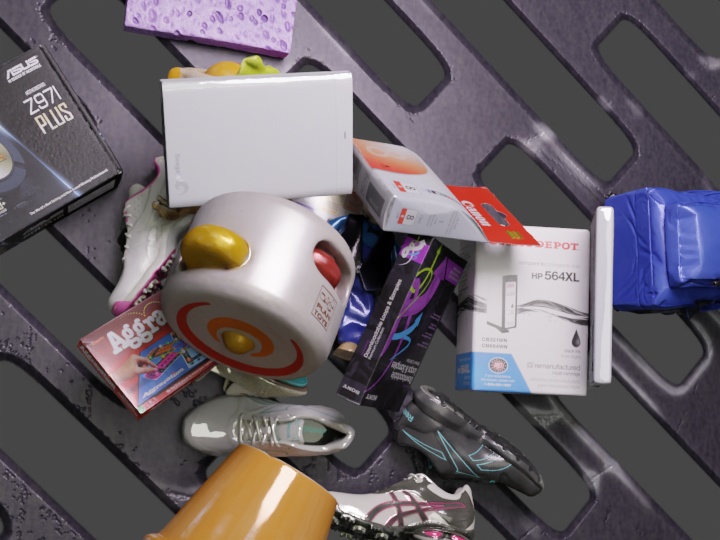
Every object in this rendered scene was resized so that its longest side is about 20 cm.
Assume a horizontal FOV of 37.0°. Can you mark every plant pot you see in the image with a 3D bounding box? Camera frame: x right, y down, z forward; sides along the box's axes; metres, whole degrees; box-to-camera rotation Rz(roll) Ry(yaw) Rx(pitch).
[{"bbox_3d":[-0.122,0.293,1.133,0.200,0.200,0.184,33,72,-10],"label":"plant pot"}]

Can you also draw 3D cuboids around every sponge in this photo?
[{"bbox_3d":[-0.175,-0.324,1.277,0.199,0.030,0.112,7,82,-16],"label":"sponge"}]

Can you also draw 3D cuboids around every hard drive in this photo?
[{"bbox_3d":[-0.107,-0.139,1.131,0.199,0.026,0.133,-6,111,-16],"label":"hard drive"}]

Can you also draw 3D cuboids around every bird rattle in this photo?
[{"bbox_3d":[-0.125,-0.207,1.220,0.162,0.200,0.113,19,113,19],"label":"bird rattle"}]

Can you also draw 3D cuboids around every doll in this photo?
[{"bbox_3d":[0.000,0.000,1.235,0.136,0.048,0.201,21,73,-13],"label":"doll"}]

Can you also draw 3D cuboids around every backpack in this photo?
[{"bbox_3d":[0.427,-0.020,1.341,0.199,0.168,0.164,1,90,-25],"label":"backpack"}]

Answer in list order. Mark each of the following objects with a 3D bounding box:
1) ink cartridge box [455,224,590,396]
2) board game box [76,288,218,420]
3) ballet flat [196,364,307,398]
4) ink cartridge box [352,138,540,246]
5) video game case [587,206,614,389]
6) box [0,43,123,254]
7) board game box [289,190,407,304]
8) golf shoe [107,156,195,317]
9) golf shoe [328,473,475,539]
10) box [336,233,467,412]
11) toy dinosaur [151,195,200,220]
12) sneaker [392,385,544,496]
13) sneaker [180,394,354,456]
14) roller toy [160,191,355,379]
[{"bbox_3d":[0.196,0.048,1.302,0.145,0.084,0.202,3,83,-7],"label":"ink cartridge box"},{"bbox_3d":[-0.196,0.068,1.165,0.103,0.019,0.200,47,50,9],"label":"board game box"},{"bbox_3d":[-0.157,0.105,1.223,0.199,0.067,0.063,29,106,-7],"label":"ballet flat"},{"bbox_3d":[0.093,-0.089,1.219,0.199,0.162,0.050,3,118,-22],"label":"ink cartridge box"},{"bbox_3d":[0.285,0.039,1.289,0.023,0.182,0.202,1,82,8],"label":"video game case"},{"bbox_3d":[-0.385,-0.119,1.163,0.199,0.086,0.164,-32,92,-17],"label":"box"},{"bbox_3d":[-0.029,-0.031,1.277,0.152,0.040,0.201,22,78,-12],"label":"board game box"},{"bbox_3d":[-0.238,-0.041,1.209,0.091,0.075,0.201,30,68,-2],"label":"golf shoe"},{"bbox_3d":[0.038,0.277,1.248,0.199,0.077,0.089,16,66,-13],"label":"golf shoe"},{"bbox_3d":[0.050,0.062,1.221,0.036,0.143,0.201,26,90,23],"label":"box"},{"bbox_3d":[-0.132,-0.070,1.198,0.199,0.058,0.102,16,91,-18],"label":"toy dinosaur"},{"bbox_3d":[0.129,0.218,1.287,0.199,0.075,0.079,35,95,-8],"label":"sneaker"},{"bbox_3d":[-0.101,0.176,1.213,0.199,0.080,0.071,2,84,-14],"label":"sneaker"},{"bbox_3d":[-0.105,0.022,1.102,0.182,0.200,0.140,24,59,-8],"label":"roller toy"}]
